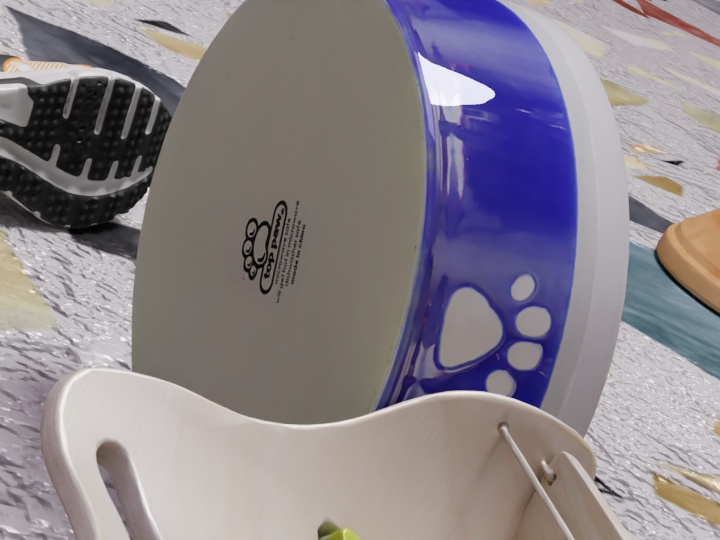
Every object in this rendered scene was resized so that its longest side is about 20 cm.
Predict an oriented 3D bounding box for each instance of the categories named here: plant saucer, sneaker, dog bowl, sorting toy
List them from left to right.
[{"bbox_3d":[-0.165,-0.069,0.990,0.199,0.074,0.080,7,22,-47],"label":"sneaker"},{"bbox_3d":[0.000,0.000,0.785,0.078,0.201,0.200,11,21,-31],"label":"dog bowl"},{"bbox_3d":[0.000,0.093,0.601,0.179,0.107,0.200,32,12,-24],"label":"sorting toy"},{"bbox_3d":[0.279,0.014,1.427,0.199,0.038,0.200,23,17,-7],"label":"plant saucer"}]
